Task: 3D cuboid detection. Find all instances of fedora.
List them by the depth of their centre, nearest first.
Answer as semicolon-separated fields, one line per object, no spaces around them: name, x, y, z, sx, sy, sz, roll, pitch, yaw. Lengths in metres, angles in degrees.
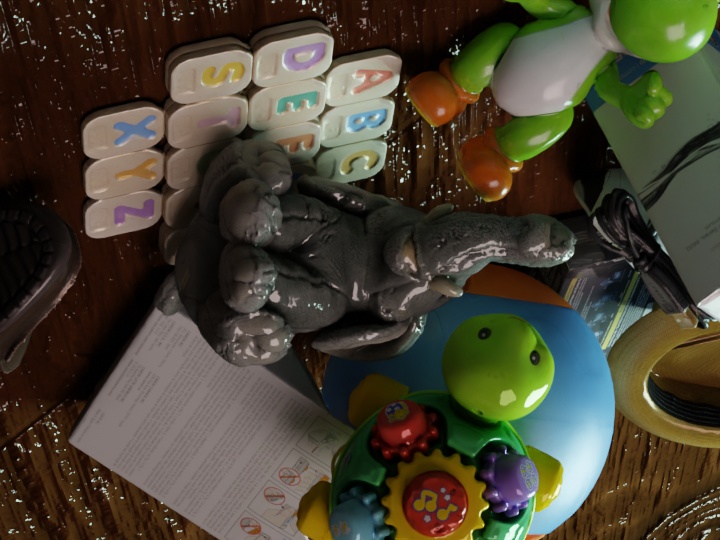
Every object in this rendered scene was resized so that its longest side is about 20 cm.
fedora;0.271;0.047;1.475;0.200;0.082;0.201;-1;138;-1

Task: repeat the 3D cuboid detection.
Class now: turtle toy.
turtle toy;0.053;0.119;1.266;0.101;0.146;0.200;96;19;-87

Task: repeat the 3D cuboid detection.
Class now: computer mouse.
computer mouse;0.180;-0.030;1.341;0.044;0.200;0.110;-44;104;10

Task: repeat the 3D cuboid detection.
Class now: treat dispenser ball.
treat dispenser ball;0.073;0.095;1.418;0.201;0.201;0.201;-17;148;-11

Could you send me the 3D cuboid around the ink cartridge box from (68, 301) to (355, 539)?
ink cartridge box;-0.075;0.108;1.380;0.200;0.050;0.162;32;130;-6

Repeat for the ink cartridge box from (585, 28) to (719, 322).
ink cartridge box;0.228;-0.056;1.287;0.084;0.200;0.145;-36;146;19

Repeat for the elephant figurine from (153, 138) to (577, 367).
elephant figurine;0.000;0.000;1.253;0.200;0.155;0.142;2;118;-25

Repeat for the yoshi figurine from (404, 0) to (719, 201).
yoshi figurine;0.129;-0.128;1.208;0.200;0.112;0.112;-35;141;13

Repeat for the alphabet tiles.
alphabet tiles;-0.071;-0.073;1.248;0.196;0.015;0.200;-13;147;-16

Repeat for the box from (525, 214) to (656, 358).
box;0.192;0.026;1.537;0.161;0.049;0.200;-14;148;-20

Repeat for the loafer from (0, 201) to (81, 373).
loafer;-0.230;0.025;1.254;0.200;0.073;0.071;-38;157;31
